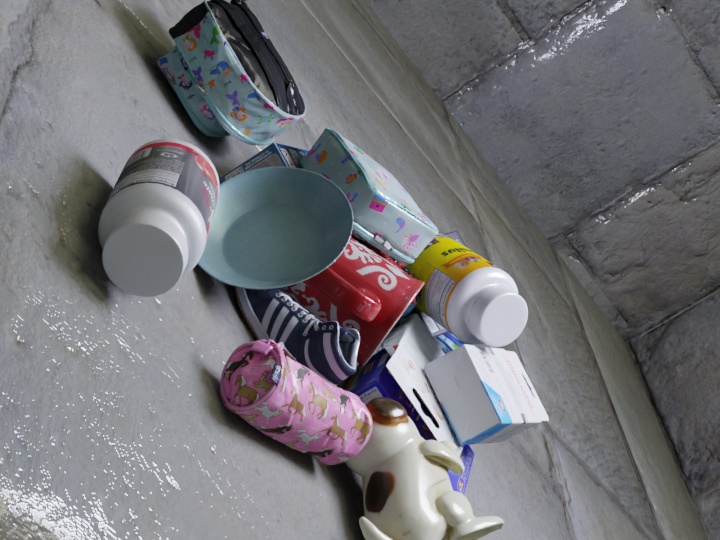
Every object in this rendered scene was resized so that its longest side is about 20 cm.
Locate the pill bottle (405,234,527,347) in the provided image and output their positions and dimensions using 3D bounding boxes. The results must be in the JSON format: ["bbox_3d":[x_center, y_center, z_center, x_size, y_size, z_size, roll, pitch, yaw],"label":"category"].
[{"bbox_3d":[0.140,0.030,1.712,0.109,0.109,0.200,46,-5,-36],"label":"pill bottle"}]

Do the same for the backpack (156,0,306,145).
[{"bbox_3d":[-0.174,-0.267,1.762,0.200,0.151,0.178,51,18,5],"label":"backpack"}]

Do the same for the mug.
[{"bbox_3d":[-0.031,0.002,1.590,0.200,0.133,0.178,37,-27,3],"label":"mug"}]

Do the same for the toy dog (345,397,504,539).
[{"bbox_3d":[0.039,0.252,1.495,0.194,0.140,0.200,-4,58,-41],"label":"toy dog"}]

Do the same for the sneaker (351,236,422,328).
[{"bbox_3d":[0.000,0.000,1.740,0.079,0.096,0.200,6,40,-41],"label":"sneaker"}]

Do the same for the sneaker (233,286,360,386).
[{"bbox_3d":[-0.073,0.060,1.515,0.070,0.108,0.200,21,41,-63],"label":"sneaker"}]

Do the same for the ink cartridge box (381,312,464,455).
[{"bbox_3d":[0.083,0.160,1.650,0.160,0.047,0.200,56,21,-7],"label":"ink cartridge box"}]

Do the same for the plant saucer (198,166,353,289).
[{"bbox_3d":[-0.107,-0.043,1.518,0.039,0.201,0.201,83,-8,-48],"label":"plant saucer"}]

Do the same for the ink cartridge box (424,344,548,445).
[{"bbox_3d":[0.172,0.167,1.682,0.200,0.068,0.116,13,49,-63],"label":"ink cartridge box"}]

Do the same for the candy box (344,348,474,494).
[{"bbox_3d":[0.064,0.215,1.695,0.200,0.077,0.169,57,17,-6],"label":"candy box"}]

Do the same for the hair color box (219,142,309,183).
[{"bbox_3d":[-0.110,-0.123,1.774,0.061,0.100,0.200,61,17,9],"label":"hair color box"}]

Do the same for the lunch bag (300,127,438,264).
[{"bbox_3d":[0.012,-0.095,1.687,0.160,0.077,0.200,35,14,-39],"label":"lunch bag"}]

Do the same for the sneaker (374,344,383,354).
[{"bbox_3d":[0.028,0.037,1.839,0.074,0.080,0.200,-6,79,-84],"label":"sneaker"}]

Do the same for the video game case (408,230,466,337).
[{"bbox_3d":[0.121,0.019,1.878,0.200,0.019,0.143,-17,73,-52],"label":"video game case"}]

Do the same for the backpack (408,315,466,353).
[{"bbox_3d":[0.116,0.080,1.983,0.200,0.147,0.183,45,22,-47],"label":"backpack"}]

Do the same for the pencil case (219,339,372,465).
[{"bbox_3d":[-0.068,0.149,1.400,0.200,0.086,0.083,40,30,-47],"label":"pencil case"}]

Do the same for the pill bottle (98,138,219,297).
[{"bbox_3d":[-0.212,-0.054,1.317,0.111,0.111,0.200,51,17,-21],"label":"pill bottle"}]
